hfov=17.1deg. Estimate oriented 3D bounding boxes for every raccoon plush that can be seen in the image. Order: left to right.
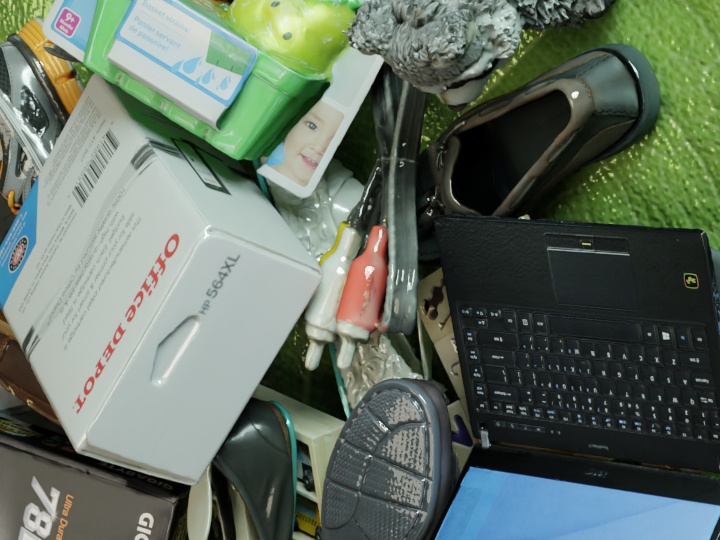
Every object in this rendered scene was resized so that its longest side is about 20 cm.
[{"bbox_3d":[0.046,-0.182,1.191,0.096,0.134,0.202,-11,95,47],"label":"raccoon plush"}]

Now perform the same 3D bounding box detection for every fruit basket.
[{"bbox_3d":[-0.058,-0.169,1.288,0.185,0.094,0.201,32,107,10],"label":"fruit basket"}]

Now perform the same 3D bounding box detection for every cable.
[{"bbox_3d":[0.007,-0.043,1.278,0.097,0.050,0.202,-167,84,-71],"label":"cable"}]

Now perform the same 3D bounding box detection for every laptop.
[{"bbox_3d":[0.090,0.085,1.194,0.176,0.103,0.201,5,113,43],"label":"laptop"}]

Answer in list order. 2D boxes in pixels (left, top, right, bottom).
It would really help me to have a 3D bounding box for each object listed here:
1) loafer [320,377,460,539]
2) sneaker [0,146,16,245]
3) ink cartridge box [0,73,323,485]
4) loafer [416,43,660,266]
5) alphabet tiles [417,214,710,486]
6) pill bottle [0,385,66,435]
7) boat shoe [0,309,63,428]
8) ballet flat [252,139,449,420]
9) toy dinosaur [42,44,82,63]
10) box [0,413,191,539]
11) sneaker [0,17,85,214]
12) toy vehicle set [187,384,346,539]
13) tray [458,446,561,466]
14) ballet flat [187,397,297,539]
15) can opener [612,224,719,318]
[{"bbox_3d":[0.019,0.148,1.330,0.072,0.063,0.201,21,111,31],"label":"loafer"},{"bbox_3d":[-0.238,-0.013,1.570,0.200,0.070,0.100,-33,74,41],"label":"sneaker"},{"bbox_3d":[-0.120,0.003,1.334,0.147,0.084,0.200,-58,35,15],"label":"ink cartridge box"},{"bbox_3d":[0.070,-0.059,1.258,0.200,0.063,0.072,-36,76,44],"label":"loafer"},{"bbox_3d":[0.098,0.080,1.265,0.167,0.008,0.201,-33,79,45],"label":"alphabet tiles"},{"bbox_3d":[-0.209,0.160,1.566,0.115,0.115,0.202,-9,96,45],"label":"pill bottle"},{"bbox_3d":[-0.160,0.070,1.456,0.200,0.070,0.071,34,136,35],"label":"boat shoe"},{"bbox_3d":[0.000,0.000,1.358,0.072,0.072,0.201,-19,91,46],"label":"ballet flat"},{"bbox_3d":[-0.112,-0.143,1.400,0.199,0.105,0.182,-3,120,34],"label":"toy dinosaur"},{"bbox_3d":[-0.217,0.196,1.489,0.197,0.050,0.201,19,104,14],"label":"box"},{"bbox_3d":[-0.183,-0.051,1.474,0.201,0.077,0.078,65,174,-2],"label":"sneaker"},{"bbox_3d":[-0.060,0.130,1.431,0.200,0.026,0.125,18,121,56],"label":"toy vehicle set"},{"bbox_3d":[0.057,0.150,1.358,0.199,0.037,0.099,-11,95,47],"label":"tray"},{"bbox_3d":[-0.065,0.169,1.362,0.068,0.068,0.202,18,122,57],"label":"ballet flat"},{"bbox_3d":[0.212,0.010,1.160,0.199,0.053,0.067,14,78,40],"label":"can opener"}]
